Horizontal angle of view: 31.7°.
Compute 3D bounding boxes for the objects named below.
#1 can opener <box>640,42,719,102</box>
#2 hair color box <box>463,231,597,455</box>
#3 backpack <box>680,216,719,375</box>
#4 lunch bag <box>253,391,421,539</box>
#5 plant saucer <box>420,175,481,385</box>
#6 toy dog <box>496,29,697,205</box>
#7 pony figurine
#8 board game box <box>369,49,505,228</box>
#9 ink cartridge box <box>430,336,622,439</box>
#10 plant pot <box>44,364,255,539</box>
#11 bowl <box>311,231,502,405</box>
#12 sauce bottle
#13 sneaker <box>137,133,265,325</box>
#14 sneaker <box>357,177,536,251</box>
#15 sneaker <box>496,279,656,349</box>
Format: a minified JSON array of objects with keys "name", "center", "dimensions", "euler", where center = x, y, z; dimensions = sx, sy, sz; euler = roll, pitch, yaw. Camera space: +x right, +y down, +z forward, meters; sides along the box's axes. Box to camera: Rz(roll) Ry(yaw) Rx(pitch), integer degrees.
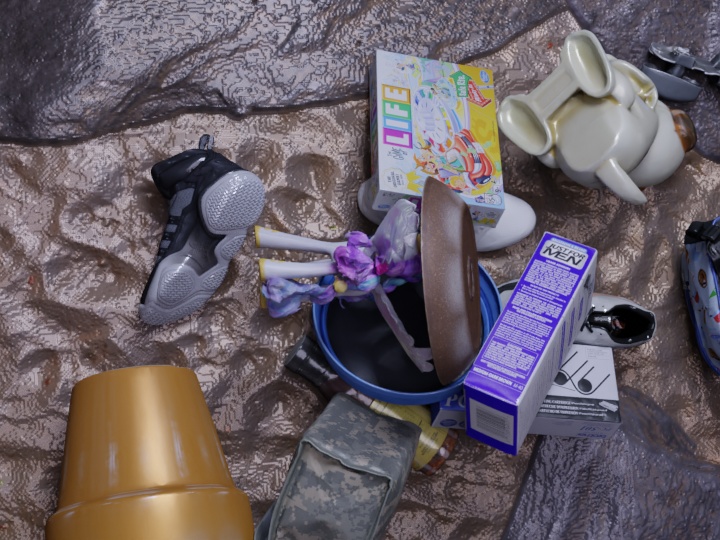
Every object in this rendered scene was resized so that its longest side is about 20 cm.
[{"name":"can opener","center":[0.419,-0.214,1.472],"dimensions":[0.200,0.053,0.067],"euler":[17,116,-11]},{"name":"hair color box","center":[0.173,0.073,1.285],"dimensions":[0.065,0.109,0.200],"euler":[23,60,20]},{"name":"backpack","center":[0.450,0.034,1.406],"dimensions":[0.200,0.154,0.191],"euler":[-5,80,-6]},{"name":"lunch bag","center":[-0.031,0.245,1.262],"dimensions":[0.117,0.164,0.200],"euler":[23,105,8]},{"name":"plant saucer","center":[0.090,0.008,1.209],"dimensions":[0.037,0.200,0.201],"euler":[-4,88,10]},{"name":"toy dog","center":[0.283,-0.152,1.371],"dimensions":[0.140,0.200,0.194],"euler":[-53,58,22]},{"name":"pony figurine","center":[0.000,0.000,1.244],"dimensions":[0.200,0.193,0.167],"euler":[-3,110,-6]},{"name":"board game box","center":[0.078,-0.142,1.344],"dimensions":[0.134,0.034,0.200],"euler":[8,53,-12]},{"name":"ink cartridge box","center":[0.175,0.124,1.358],"dimensions":[0.200,0.044,0.094],"euler":[6,57,-9]},{"name":"plant pot","center":[-0.214,0.196,1.246],"dimensions":[0.200,0.200,0.183],"euler":[-6,73,-12]},{"name":"bowl","center":[0.048,0.050,1.332],"dimensions":[0.200,0.039,0.201],"euler":[2,57,-3]},{"name":"sauce bottle","center":[0.010,0.141,1.352],"dimensions":[0.200,0.066,0.066],"euler":[36,81,-6]},{"name":"sneaker","center":[-0.183,-0.044,1.316],"dimensions":[0.200,0.075,0.114],"euler":[-54,54,20]},{"name":"sneaker","center":[0.100,-0.064,1.374],"dimensions":[0.200,0.080,0.071],"euler":[8,84,-13]},{"name":"sneaker","center":[0.233,0.047,1.396],"dimensions":[0.200,0.080,0.074],"euler":[4,88,-10]}]
